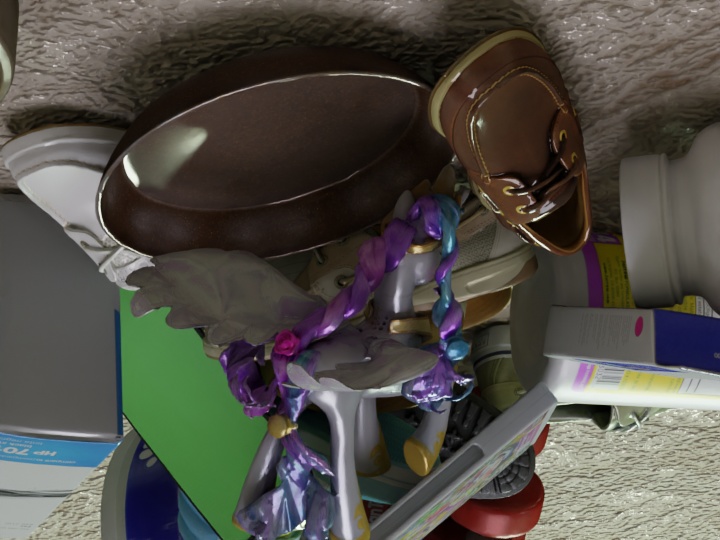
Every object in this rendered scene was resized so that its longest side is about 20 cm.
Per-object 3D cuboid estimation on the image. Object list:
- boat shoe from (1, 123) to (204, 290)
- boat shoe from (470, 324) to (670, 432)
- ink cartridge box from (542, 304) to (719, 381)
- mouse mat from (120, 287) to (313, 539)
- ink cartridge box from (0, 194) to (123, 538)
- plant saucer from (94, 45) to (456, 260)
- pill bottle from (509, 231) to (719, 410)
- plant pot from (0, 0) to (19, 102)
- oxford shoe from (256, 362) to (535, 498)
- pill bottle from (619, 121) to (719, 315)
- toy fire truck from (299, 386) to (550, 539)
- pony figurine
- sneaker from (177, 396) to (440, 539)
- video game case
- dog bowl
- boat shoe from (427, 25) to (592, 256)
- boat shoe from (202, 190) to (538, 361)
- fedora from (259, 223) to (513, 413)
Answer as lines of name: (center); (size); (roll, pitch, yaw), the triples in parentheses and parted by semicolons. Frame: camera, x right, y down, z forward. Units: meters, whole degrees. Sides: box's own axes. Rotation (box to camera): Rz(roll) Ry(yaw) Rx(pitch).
boat shoe: (-0.123, -0.024, 1.445); (0.070, 0.070, 0.200); (-17, 154, 31)
boat shoe: (0.168, 0.079, 1.734); (0.199, 0.062, 0.072); (4, 157, -15)
ink cartridge box: (0.178, 0.042, 1.409); (0.094, 0.037, 0.200); (9, 180, -16)
mouse mat: (-0.112, 0.074, 1.571); (0.008, 0.200, 0.161); (-34, 174, -30)
ink cartridge box: (-0.209, 0.061, 1.541); (0.085, 0.147, 0.200); (6, 156, -23)
plant saucer: (-0.045, -0.064, 1.368); (0.199, 0.035, 0.201); (-12, 156, -5)
pill bottle: (0.198, 0.032, 1.572); (0.199, 0.105, 0.104); (4, 157, -16)
plant pot: (-0.262, -0.054, 1.225); (0.199, 0.175, 0.200); (-2, 156, -1)
oxford shoe: (0.028, 0.093, 1.704); (0.199, 0.073, 0.084); (22, -173, 16)
pill bottle: (0.245, -0.031, 1.412); (0.199, 0.113, 0.112); (-7, 157, 10)
toy fire truck: (0.037, 0.153, 1.767); (0.167, 0.200, 0.113); (10, 122, 1)
pony figurine: (-0.015, 0.051, 1.387); (0.166, 0.201, 0.193); (29, -147, 33)
sneaker: (-0.036, 0.148, 1.641); (0.199, 0.131, 0.079); (16, -164, 37)
video game case: (0.030, 0.146, 1.517); (0.200, 0.018, 0.143); (-39, 171, -10)
dog bowl: (-0.094, 0.194, 1.805); (0.078, 0.201, 0.200); (-17, 154, 26)
boat shoe: (0.088, -0.064, 1.346); (0.072, 0.068, 0.200); (-38, 157, -2)
boat shoe: (0.000, 0.000, 1.484); (0.199, 0.065, 0.072); (-17, -169, -1)
fedora: (-0.002, 0.038, 1.590); (0.199, 0.082, 0.201); (-2, 158, -1)
